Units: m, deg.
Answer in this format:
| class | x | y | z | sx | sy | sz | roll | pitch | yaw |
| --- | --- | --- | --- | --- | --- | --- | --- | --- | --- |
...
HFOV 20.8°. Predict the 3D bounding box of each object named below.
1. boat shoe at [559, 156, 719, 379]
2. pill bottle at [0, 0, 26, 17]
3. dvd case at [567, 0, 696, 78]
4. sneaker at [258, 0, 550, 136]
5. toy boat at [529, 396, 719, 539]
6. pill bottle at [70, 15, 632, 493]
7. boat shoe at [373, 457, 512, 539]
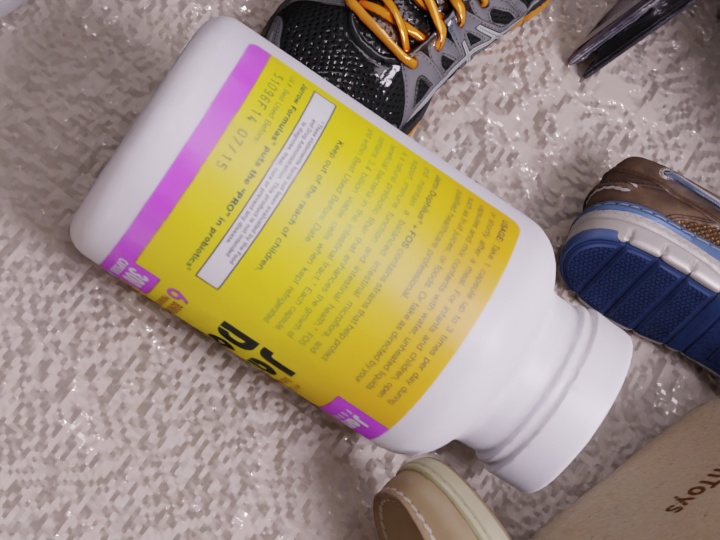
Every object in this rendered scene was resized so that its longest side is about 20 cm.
| class | x | y | z | sx | sy | sz | roll | pitch | yaw |
| --- | --- | --- | --- | --- | --- | --- | --- | --- | --- |
| boat shoe | 0.184 | 0.016 | 0.837 | 0.200 | 0.072 | 0.072 | 33 | 54 | -9 |
| pill bottle | -0.134 | -0.180 | 0.695 | 0.111 | 0.200 | 0.111 | 12 | 61 | -22 |
| dvd case | 0.187 | -0.175 | 0.885 | 0.016 | 0.149 | 0.200 | 47 | 55 | -6 |
| sneaker | 0.028 | -0.116 | 0.822 | 0.078 | 0.077 | 0.200 | 47 | 56 | -1 |
| toy boat | 0.159 | 0.131 | 0.756 | 0.200 | 0.130 | 0.131 | -31 | 113 | -34 |
| pill bottle | 0.000 | 0.000 | 0.732 | 0.200 | 0.104 | 0.104 | 34 | 56 | -8 |
| boat shoe | 0.038 | 0.165 | 0.692 | 0.065 | 0.072 | 0.200 | -15 | 79 | -19 |
